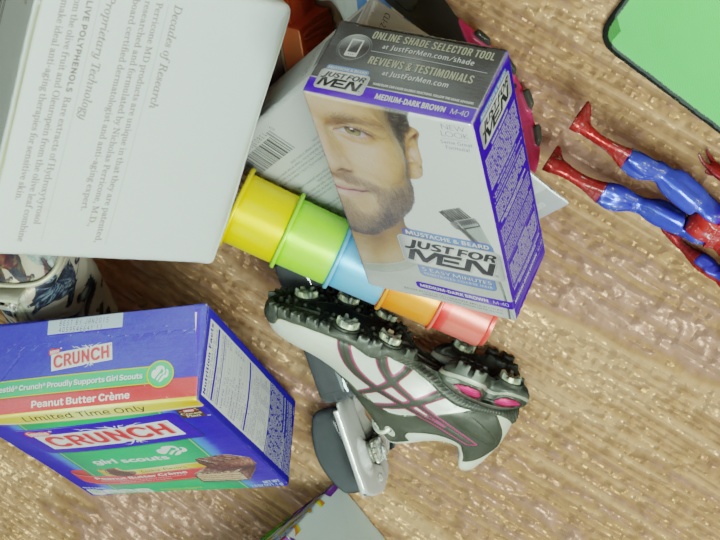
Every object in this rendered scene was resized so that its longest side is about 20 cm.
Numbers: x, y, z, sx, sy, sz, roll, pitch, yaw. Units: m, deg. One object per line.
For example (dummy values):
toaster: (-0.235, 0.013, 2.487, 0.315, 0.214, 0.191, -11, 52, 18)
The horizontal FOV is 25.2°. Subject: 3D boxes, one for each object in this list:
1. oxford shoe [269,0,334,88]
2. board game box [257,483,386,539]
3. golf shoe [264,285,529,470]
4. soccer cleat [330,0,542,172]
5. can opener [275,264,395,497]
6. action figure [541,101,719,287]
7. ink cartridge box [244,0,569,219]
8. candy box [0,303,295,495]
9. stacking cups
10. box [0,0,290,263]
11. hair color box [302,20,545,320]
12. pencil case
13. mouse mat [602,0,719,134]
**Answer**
oxford shoe: (-0.072, -0.209, 1.113, 0.073, 0.071, 0.200, -2, 107, 28)
board game box: (-0.073, 0.272, 1.251, 0.200, 0.105, 0.103, -40, 90, 27)
golf shoe: (0.018, 0.077, 1.138, 0.200, 0.077, 0.088, 23, 108, -6)
soccer cleat: (0.046, -0.138, 1.099, 0.086, 0.070, 0.200, -28, 99, 50)
can opener: (-0.023, 0.078, 1.197, 0.066, 0.053, 0.200, -10, 103, 25)
action figure: (0.220, -0.038, 1.064, 0.200, 0.052, 0.065, 34, 122, 3)
ink cartridge box: (0.024, -0.079, 1.081, 0.176, 0.045, 0.200, 33, 151, -17)
candy box: (-0.157, 0.099, 1.165, 0.169, 0.200, 0.077, -5, 64, 15)
stacking cups: (0.000, 0.000, 1.125, 0.200, 0.061, 0.061, 27, 116, -4)
box: (-0.182, -0.138, 1.079, 0.199, 0.171, 0.200, 48, 128, 48)
hair color box: (0.044, -0.057, 0.991, 0.109, 0.065, 0.200, 14, 148, 23)
pencil case: (-0.230, 0.023, 1.191, 0.078, 0.089, 0.200, 17, 155, 13)
mouse mat: (0.269, -0.179, 1.021, 0.161, 0.008, 0.200, 38, 116, 6)
